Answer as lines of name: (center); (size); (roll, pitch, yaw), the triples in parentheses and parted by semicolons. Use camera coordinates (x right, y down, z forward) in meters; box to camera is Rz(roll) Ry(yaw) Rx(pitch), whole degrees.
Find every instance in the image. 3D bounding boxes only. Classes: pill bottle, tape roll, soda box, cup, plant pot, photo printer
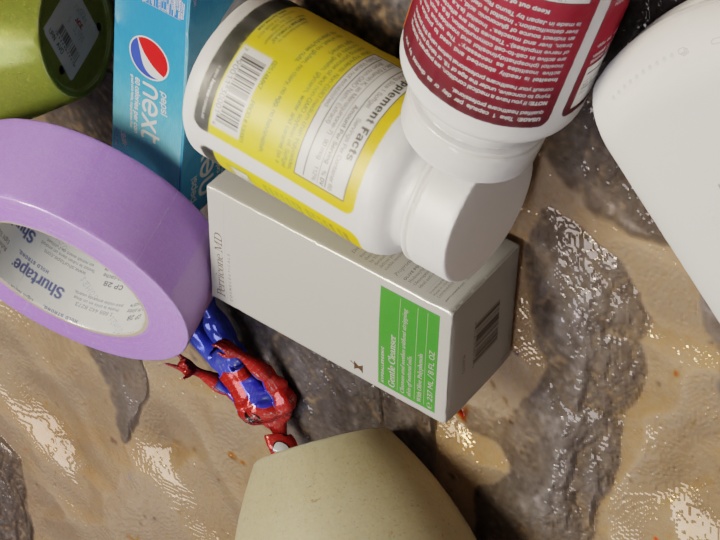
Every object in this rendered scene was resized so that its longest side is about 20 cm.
pill bottle: (0.085, -0.145, 1.121); (0.113, 0.113, 0.200); (37, 140, 15)
pill bottle: (-0.001, -0.080, 1.261); (0.200, 0.114, 0.115); (31, 139, 22)
tape roll: (-0.195, -0.019, 1.420); (0.199, 0.066, 0.200); (22, 154, 11)
soda box: (-0.122, -0.131, 1.372); (0.064, 0.068, 0.201); (30, 138, 20)
cup: (-0.012, 0.194, 1.462); (0.200, 0.200, 0.144); (-26, 76, 51)
plant pot: (-0.280, -0.167, 1.429); (0.199, 0.187, 0.188); (4, 125, 26)
photo printer: (0.225, -0.057, 1.093); (0.166, 0.069, 0.200); (-22, 105, 51)

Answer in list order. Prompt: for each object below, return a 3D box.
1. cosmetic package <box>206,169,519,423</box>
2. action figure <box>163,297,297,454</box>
cosmetic package: (0.000, 0.000, 1.350); (0.199, 0.085, 0.108); (26, 139, 26)
action figure: (-0.106, 0.061, 1.537); (0.065, 0.052, 0.200); (-24, 105, 46)
